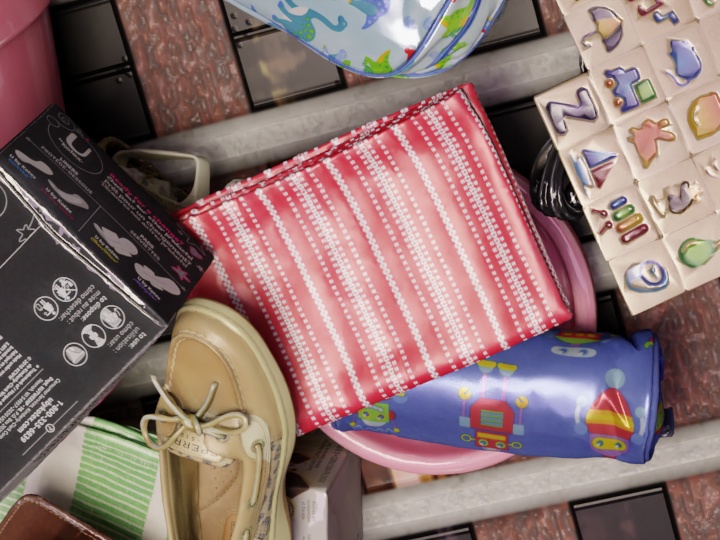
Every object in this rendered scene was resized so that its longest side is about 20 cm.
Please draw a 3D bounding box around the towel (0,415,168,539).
[{"bbox_3d":[-0.197,0.147,1.388,0.198,0.023,0.154,15,106,7],"label":"towel"}]

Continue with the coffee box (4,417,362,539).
[{"bbox_3d":[-0.106,0.145,1.440,0.198,0.113,0.081,2,106,10],"label":"coffee box"}]

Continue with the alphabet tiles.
[{"bbox_3d":[0.183,-0.100,1.294,0.166,0.008,0.201,-25,90,7],"label":"alphabet tiles"}]

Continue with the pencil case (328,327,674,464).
[{"bbox_3d":[0.081,0.061,1.345,0.198,0.087,0.078,6,128,11],"label":"pencil case"}]

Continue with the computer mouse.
[{"bbox_3d":[0.206,-0.064,1.323,0.199,0.053,0.139,23,95,4],"label":"computer mouse"}]

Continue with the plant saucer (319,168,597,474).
[{"bbox_3d":[0.044,0.021,1.409,0.199,0.051,0.202,3,106,11],"label":"plant saucer"}]

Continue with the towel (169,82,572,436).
[{"bbox_3d":[0.000,0.000,1.299,0.199,0.022,0.146,-24,94,16],"label":"towel"}]

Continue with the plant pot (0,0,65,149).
[{"bbox_3d":[-0.254,-0.106,1.367,0.198,0.200,0.180,-10,120,14],"label":"plant pot"}]

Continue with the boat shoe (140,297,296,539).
[{"bbox_3d":[-0.079,0.109,1.301,0.073,0.063,0.201,15,128,32],"label":"boat shoe"}]

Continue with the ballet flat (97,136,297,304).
[{"bbox_3d":[-0.091,-0.031,1.385,0.199,0.070,0.071,22,111,33],"label":"ballet flat"}]

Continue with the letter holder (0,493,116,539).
[{"bbox_3d":[-0.188,0.245,1.336,0.142,0.101,0.201,31,125,5],"label":"letter holder"}]

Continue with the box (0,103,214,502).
[{"bbox_3d":[-0.197,0.031,1.282,0.132,0.115,0.200,43,112,-7],"label":"box"}]

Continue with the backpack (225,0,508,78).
[{"bbox_3d":[-0.009,-0.186,1.259,0.199,0.154,0.164,32,105,-12],"label":"backpack"}]
